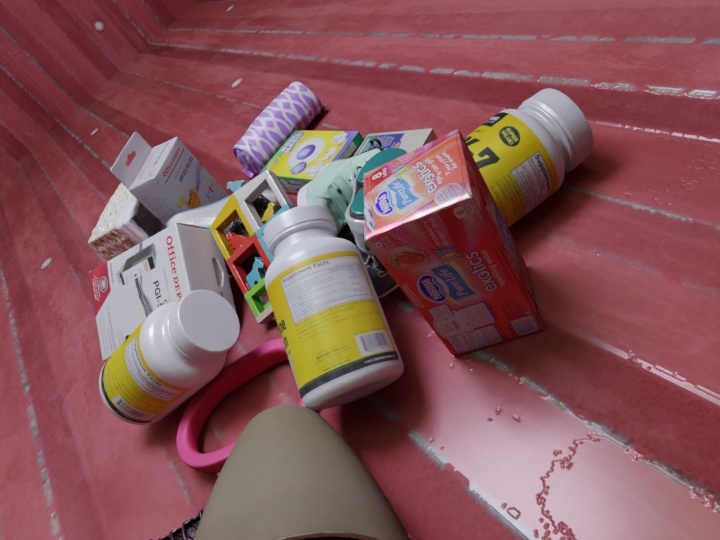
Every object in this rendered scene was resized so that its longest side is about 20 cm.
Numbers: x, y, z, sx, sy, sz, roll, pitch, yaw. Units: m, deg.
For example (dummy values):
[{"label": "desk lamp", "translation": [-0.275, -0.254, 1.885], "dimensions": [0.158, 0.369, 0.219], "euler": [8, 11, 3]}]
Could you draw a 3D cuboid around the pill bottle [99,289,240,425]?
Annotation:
[{"label": "pill bottle", "translation": [-0.237, 0.108, 0.709], "dimensions": [0.200, 0.111, 0.112], "euler": [-37, 34, 34]}]

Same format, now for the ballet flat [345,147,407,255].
[{"label": "ballet flat", "translation": [0.023, -0.085, 0.688], "dimensions": [0.069, 0.070, 0.201], "euler": [-18, 27, 24]}]

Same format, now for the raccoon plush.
[{"label": "raccoon plush", "translation": [-0.162, -0.039, 0.841], "dimensions": [0.134, 0.097, 0.200], "euler": [-51, 28, -5]}]

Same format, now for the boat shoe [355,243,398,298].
[{"label": "boat shoe", "translation": [-0.017, 0.005, 0.685], "dimensions": [0.199, 0.057, 0.067], "euler": [-26, 49, 23]}]

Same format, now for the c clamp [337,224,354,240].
[{"label": "c clamp", "translation": [0.000, 0.000, 0.735], "dimensions": [0.199, 0.027, 0.172], "euler": [-21, 52, 26]}]

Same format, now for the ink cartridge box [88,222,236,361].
[{"label": "ink cartridge box", "translation": [-0.296, 0.036, 0.834], "dimensions": [0.199, 0.083, 0.148], "euler": [-24, 74, 25]}]

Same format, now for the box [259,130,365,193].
[{"label": "box", "translation": [-0.090, -0.189, 0.978], "dimensions": [0.199, 0.048, 0.118], "euler": [13, 61, 46]}]

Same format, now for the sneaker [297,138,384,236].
[{"label": "sneaker", "translation": [-0.011, -0.109, 0.758], "dimensions": [0.117, 0.074, 0.201], "euler": [-18, 31, 22]}]

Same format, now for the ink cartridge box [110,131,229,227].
[{"label": "ink cartridge box", "translation": [-0.329, -0.150, 1.005], "dimensions": [0.067, 0.200, 0.116], "euler": [-14, 45, 27]}]

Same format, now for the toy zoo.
[{"label": "toy zoo", "translation": [-0.138, -0.045, 0.790], "dimensions": [0.131, 0.020, 0.201], "euler": [-40, 68, 21]}]

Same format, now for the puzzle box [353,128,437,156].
[{"label": "puzzle box", "translation": [0.021, -0.134, 0.853], "dimensions": [0.132, 0.025, 0.201], "euler": [7, 57, 42]}]

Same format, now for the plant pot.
[{"label": "plant pot", "translation": [-0.056, 0.211, 0.477], "dimensions": [0.187, 0.188, 0.200], "euler": [-35, 26, 4]}]

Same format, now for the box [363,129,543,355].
[{"label": "box", "translation": [0.091, -0.016, 0.544], "dimensions": [0.102, 0.200, 0.095], "euler": [-22, 43, 21]}]

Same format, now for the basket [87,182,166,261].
[{"label": "basket", "translation": [-0.399, -0.096, 1.062], "dimensions": [0.123, 0.136, 0.201], "euler": [-20, 42, 25]}]

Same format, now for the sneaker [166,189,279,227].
[{"label": "sneaker", "translation": [-0.220, -0.078, 0.957], "dimensions": [0.199, 0.081, 0.077], "euler": [-22, -6, -4]}]

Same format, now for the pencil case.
[{"label": "pencil case", "translation": [-0.159, -0.274, 1.091], "dimensions": [0.200, 0.084, 0.085], "euler": [-51, 5, -17]}]

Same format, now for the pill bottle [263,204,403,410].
[{"label": "pill bottle", "translation": [-0.037, 0.036, 0.604], "dimensions": [0.111, 0.112, 0.201], "euler": [-26, 70, 15]}]

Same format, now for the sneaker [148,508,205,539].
[{"label": "sneaker", "translation": [-0.171, 0.269, 0.541], "dimensions": [0.200, 0.116, 0.075], "euler": [-50, 40, -13]}]

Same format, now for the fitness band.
[{"label": "fitness band", "translation": [-0.135, 0.162, 0.680], "dimensions": [0.199, 0.037, 0.144], "euler": [-32, 39, 8]}]

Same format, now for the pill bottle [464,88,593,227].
[{"label": "pill bottle", "translation": [0.158, -0.111, 0.651], "dimensions": [0.199, 0.115, 0.114], "euler": [-37, 39, -3]}]
